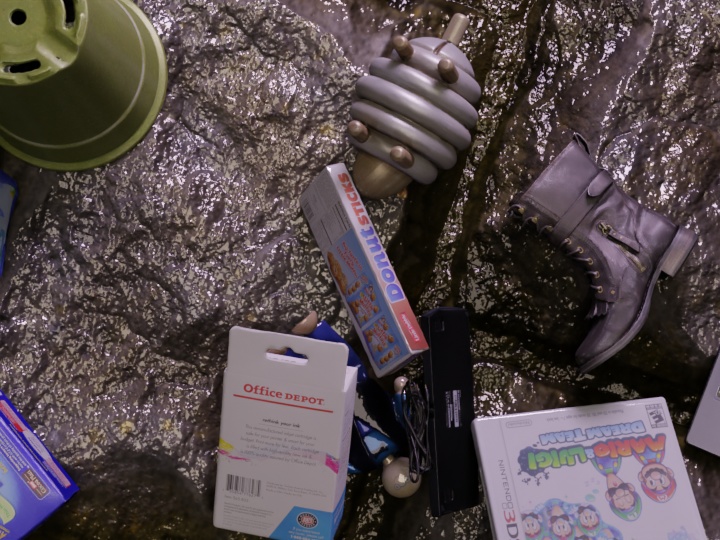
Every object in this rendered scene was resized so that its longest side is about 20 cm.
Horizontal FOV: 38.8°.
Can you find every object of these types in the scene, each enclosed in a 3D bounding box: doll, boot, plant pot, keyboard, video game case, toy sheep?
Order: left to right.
[{"bbox_3d":[-0.294,-0.208,0.953,0.200,0.190,0.201,0,84,-2],"label":"plant pot"},{"bbox_3d":[-0.013,0.142,1.005,0.136,0.048,0.200,-40,91,-4],"label":"doll"},{"bbox_3d":[0.053,-0.158,0.991,0.138,0.138,0.200,33,94,1],"label":"toy sheep"},{"bbox_3d":[0.072,0.136,1.002,0.040,0.104,0.201,-8,82,38],"label":"keyboard"},{"bbox_3d":[0.220,-0.017,1.027,0.174,0.069,0.200,35,81,6],"label":"boot"},{"bbox_3d":[0.220,0.218,0.980,0.199,0.024,0.182,-5,62,-7],"label":"video game case"}]

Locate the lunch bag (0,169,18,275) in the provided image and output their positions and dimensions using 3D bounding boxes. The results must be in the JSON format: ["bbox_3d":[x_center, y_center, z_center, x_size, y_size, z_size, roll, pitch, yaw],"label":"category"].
[{"bbox_3d":[-0.408,-0.026,0.943,0.127,0.170,0.200,39,83,1],"label":"lunch bag"}]

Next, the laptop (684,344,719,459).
[{"bbox_3d":[0.452,0.115,0.992,0.187,0.116,0.200,23,85,0],"label":"laptop"}]

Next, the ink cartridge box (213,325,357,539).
[{"bbox_3d":[-0.068,0.145,0.954,0.115,0.068,0.200,9,105,9],"label":"ink cartridge box"}]

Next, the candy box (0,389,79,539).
[{"bbox_3d":[-0.401,0.213,0.970,0.200,0.077,0.169,-39,89,-6],"label":"candy box"}]

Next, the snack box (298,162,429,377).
[{"bbox_3d":[0.000,0.000,0.991,0.024,0.072,0.200,-16,75,-34],"label":"snack box"}]
